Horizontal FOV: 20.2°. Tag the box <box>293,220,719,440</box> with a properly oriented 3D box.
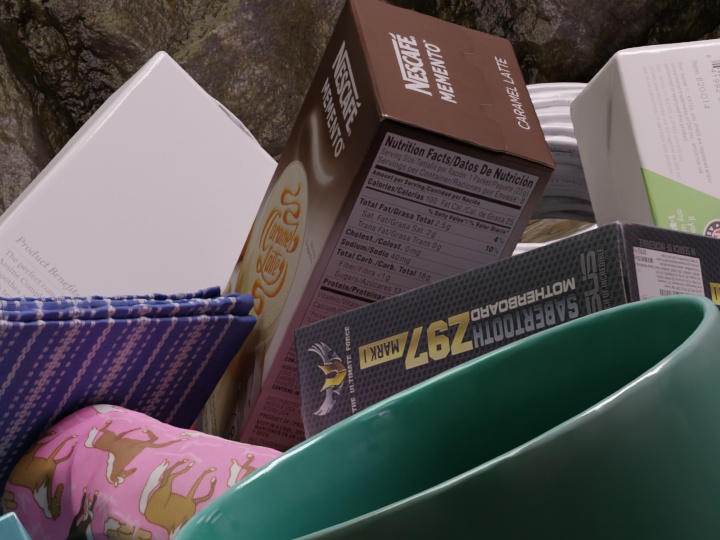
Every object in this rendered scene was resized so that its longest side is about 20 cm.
[{"bbox_3d":[0.098,0.034,0.771,0.157,0.051,0.199,-18,-18,40],"label":"box"}]

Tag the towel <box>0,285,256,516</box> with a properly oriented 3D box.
[{"bbox_3d":[-0.127,0.067,0.788,0.145,0.024,0.200,-58,-24,16],"label":"towel"}]

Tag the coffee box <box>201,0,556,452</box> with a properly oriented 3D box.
[{"bbox_3d":[0.000,0.000,0.868,0.115,0.079,0.201,-104,33,-57],"label":"coffee box"}]

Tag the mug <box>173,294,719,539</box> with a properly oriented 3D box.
[{"bbox_3d":[0.045,0.086,0.522,0.151,0.115,0.185,-23,4,15],"label":"mug"}]

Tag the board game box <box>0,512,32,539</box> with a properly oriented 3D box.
[{"bbox_3d":[-0.162,0.159,0.695,0.150,0.047,0.200,-25,-20,-10],"label":"board game box"}]

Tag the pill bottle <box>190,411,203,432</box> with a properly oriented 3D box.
[{"bbox_3d":[-0.134,0.125,0.991,0.199,0.112,0.111,-24,5,9],"label":"pill bottle"}]

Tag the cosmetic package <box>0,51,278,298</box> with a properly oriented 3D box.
[{"bbox_3d":[-0.126,0.005,0.938,0.200,0.102,0.074,-51,12,-33],"label":"cosmetic package"}]

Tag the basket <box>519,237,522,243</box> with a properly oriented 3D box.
[{"bbox_3d":[0.003,0.043,1.136,0.199,0.124,0.136,-24,4,-8],"label":"basket"}]

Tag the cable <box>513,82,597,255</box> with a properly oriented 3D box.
[{"bbox_3d":[0.092,-0.017,0.990,0.198,0.070,0.201,-12,38,-2],"label":"cable"}]

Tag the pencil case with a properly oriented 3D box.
[{"bbox_3d":[-0.040,0.097,0.718,0.199,0.087,0.083,7,37,43],"label":"pencil case"}]

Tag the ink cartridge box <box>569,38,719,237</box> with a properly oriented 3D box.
[{"bbox_3d":[0.204,-0.042,0.889,0.198,0.118,0.067,-7,-16,-15],"label":"ink cartridge box"}]

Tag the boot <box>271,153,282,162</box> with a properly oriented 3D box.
[{"bbox_3d":[-0.113,0.000,1.115,0.199,0.070,0.174,-21,-1,-32],"label":"boot"}]
